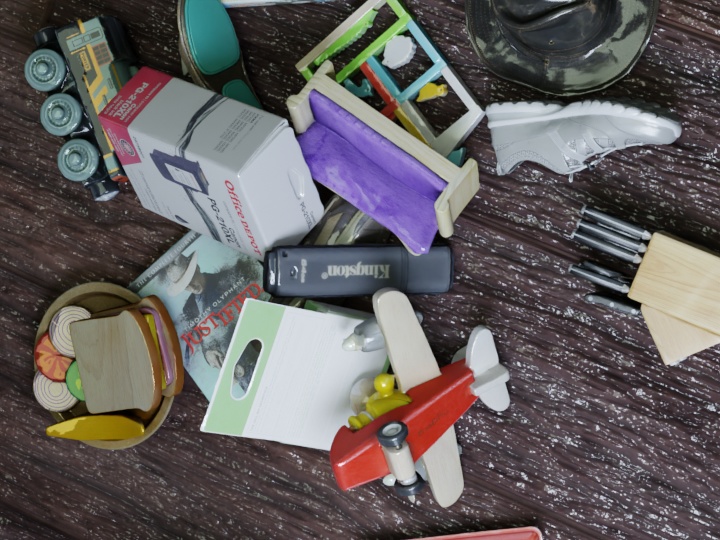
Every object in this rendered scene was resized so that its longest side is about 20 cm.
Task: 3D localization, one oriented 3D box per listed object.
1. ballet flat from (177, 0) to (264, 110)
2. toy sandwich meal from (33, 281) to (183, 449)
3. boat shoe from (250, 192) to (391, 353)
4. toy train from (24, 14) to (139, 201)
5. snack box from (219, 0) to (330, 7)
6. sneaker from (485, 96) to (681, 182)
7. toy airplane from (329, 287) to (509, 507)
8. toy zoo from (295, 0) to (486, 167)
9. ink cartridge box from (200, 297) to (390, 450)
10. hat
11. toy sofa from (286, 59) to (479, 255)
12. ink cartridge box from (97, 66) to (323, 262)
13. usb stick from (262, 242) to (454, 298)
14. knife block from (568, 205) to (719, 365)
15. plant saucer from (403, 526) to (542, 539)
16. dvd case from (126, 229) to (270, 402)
[{"bbox_3d":[-0.154,-0.200,1.799,0.067,0.068,0.201,-19,92,56],"label":"ballet flat"},{"bbox_3d":[-0.282,0.107,1.846,0.204,0.070,0.206,4,99,24],"label":"toy sandwich meal"},{"bbox_3d":[-0.050,0.001,1.775,0.073,0.074,0.200,40,88,30],"label":"boat shoe"},{"bbox_3d":[-0.285,-0.180,1.846,0.113,0.085,0.201,-22,85,9],"label":"toy train"},{"bbox_3d":[-0.085,-0.339,1.791,0.199,0.037,0.117,0,93,19],"label":"snack box"},{"bbox_3d":[0.221,-0.129,1.683,0.199,0.075,0.083,2,100,30],"label":"sneaker"},{"bbox_3d":[0.052,0.129,1.701,0.141,0.199,0.201,12,86,44],"label":"toy airplane"},{"bbox_3d":[0.039,-0.176,1.763,0.131,0.020,0.200,-39,80,17],"label":"toy zoo"},{"bbox_3d":[-0.066,0.103,1.722,0.048,0.199,0.146,31,105,53],"label":"ink cartridge box"},{"bbox_3d":[0.189,-0.270,1.672,0.199,0.081,0.202,-2,85,19],"label":"hat"},{"bbox_3d":[0.015,-0.110,1.704,0.200,0.083,0.098,36,79,14],"label":"toy sofa"},{"bbox_3d":[-0.151,-0.106,1.734,0.199,0.145,0.084,23,61,33],"label":"ink cartridge box"},{"bbox_3d":[0.000,0.000,1.720,0.199,0.033,0.056,-1,107,-18],"label":"usb stick"},{"bbox_3d":[0.309,-0.007,1.653,0.199,0.064,0.176,-24,85,18],"label":"knife block"},{"bbox_3d":[0.108,0.369,1.751,0.199,0.037,0.201,-9,88,19],"label":"plant saucer"},{"bbox_3d":[-0.142,0.053,1.834,0.146,0.022,0.200,-39,79,16],"label":"dvd case"}]
